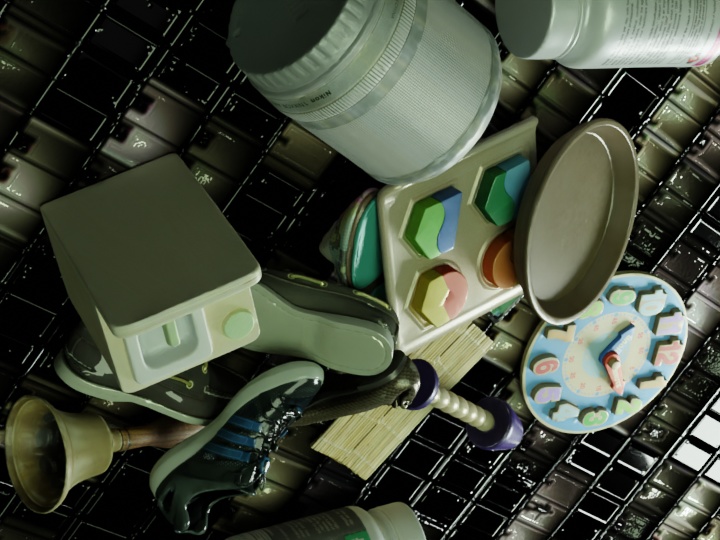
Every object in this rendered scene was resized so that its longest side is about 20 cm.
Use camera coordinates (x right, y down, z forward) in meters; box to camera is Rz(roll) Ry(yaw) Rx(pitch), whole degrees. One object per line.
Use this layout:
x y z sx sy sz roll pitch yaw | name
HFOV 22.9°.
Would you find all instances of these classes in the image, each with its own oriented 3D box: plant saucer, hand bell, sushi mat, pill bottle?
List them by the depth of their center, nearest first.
0.228 -0.238 1.592 0.198 0.113 0.114 -5 123 -28 | pill bottle
-0.214 0.152 1.631 0.199 0.104 0.105 -7 125 -42 | hand bell
0.203 -0.048 1.694 0.199 0.029 0.202 -27 126 -45 | plant saucer
0.044 0.123 1.793 0.200 0.012 0.096 -47 132 6 | sushi mat
-0.037 0.303 1.800 0.198 0.113 0.114 -12 126 -24 | pill bottle

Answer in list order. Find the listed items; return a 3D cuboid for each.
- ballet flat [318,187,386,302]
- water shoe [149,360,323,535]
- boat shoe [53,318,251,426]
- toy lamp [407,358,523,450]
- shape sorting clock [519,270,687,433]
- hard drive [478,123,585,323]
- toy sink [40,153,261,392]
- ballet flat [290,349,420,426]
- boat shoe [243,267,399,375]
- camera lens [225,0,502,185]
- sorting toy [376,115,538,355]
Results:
0.000 0.000 1.645 0.069 0.071 0.201 -39 138 -26 | ballet flat
-0.099 0.162 1.598 0.200 0.079 0.071 -40 152 17 | water shoe
-0.174 0.089 1.603 0.200 0.072 0.061 16 117 -34 | boat shoe
0.104 0.139 1.798 0.058 0.058 0.200 -48 142 7 | toy lamp
0.259 0.089 1.880 0.198 0.039 0.202 -15 127 -21 | shape sorting clock
0.116 -0.052 1.703 0.140 0.038 0.200 -47 131 6 | hard drive
-0.165 0.014 1.473 0.129 0.200 0.113 -23 129 -15 | toy sink
-0.016 0.119 1.655 0.046 0.199 0.068 49 48 -21 | ballet flat
-0.062 0.035 1.601 0.200 0.060 0.073 18 127 3 | boat shoe
0.009 -0.177 1.472 0.160 0.160 0.199 -50 131 8 | camera lens
0.099 -0.025 1.640 0.184 0.036 0.202 -26 132 -28 | sorting toy
